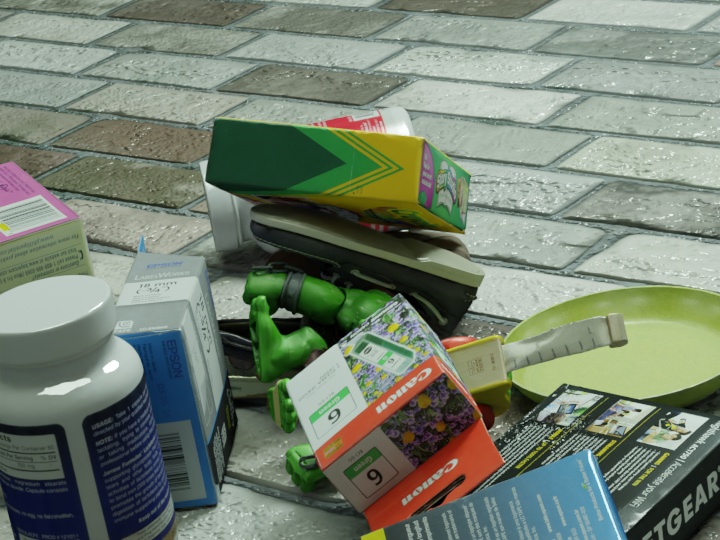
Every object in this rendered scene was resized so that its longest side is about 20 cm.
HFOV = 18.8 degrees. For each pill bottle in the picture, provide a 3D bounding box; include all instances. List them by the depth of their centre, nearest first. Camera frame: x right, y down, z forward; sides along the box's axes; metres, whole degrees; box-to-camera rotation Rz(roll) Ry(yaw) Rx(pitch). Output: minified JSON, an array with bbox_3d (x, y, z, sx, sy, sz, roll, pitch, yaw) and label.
[{"bbox_3d":[-0.198,0.113,1.505,0.115,0.202,0.116,-8,22,3],"label":"pill bottle"},{"bbox_3d":[-0.045,-0.079,2.010,0.198,0.113,0.112,-12,22,-4],"label":"pill bottle"}]

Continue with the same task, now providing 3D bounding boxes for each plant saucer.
[{"bbox_3d":[0.205,0.067,1.667,0.198,0.031,0.200,-9,23,4],"label":"plant saucer"}]

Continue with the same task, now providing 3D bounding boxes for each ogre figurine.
[{"bbox_3d":[-0.016,0.073,1.652,0.119,0.099,0.200,-5,29,-15],"label":"ogre figurine"}]

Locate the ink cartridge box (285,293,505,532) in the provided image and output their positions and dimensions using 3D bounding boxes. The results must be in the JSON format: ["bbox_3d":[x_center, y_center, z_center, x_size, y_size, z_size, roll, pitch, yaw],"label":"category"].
[{"bbox_3d":[0.020,0.102,1.474,0.109,0.050,0.200,-39,25,5],"label":"ink cartridge box"}]

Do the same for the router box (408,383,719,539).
[{"bbox_3d":[0.148,0.151,1.461,0.148,0.051,0.200,10,30,37],"label":"router box"}]

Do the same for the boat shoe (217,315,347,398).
[{"bbox_3d":[-0.037,0.061,1.737,0.198,0.065,0.072,-5,21,11],"label":"boat shoe"}]

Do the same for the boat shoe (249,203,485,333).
[{"bbox_3d":[0.000,0.000,1.722,0.199,0.063,0.073,16,15,-18],"label":"boat shoe"}]

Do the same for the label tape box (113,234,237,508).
[{"bbox_3d":[-0.138,0.070,1.655,0.063,0.145,0.200,-7,23,7],"label":"label tape box"}]

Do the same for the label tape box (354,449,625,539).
[{"bbox_3d":[0.068,0.205,1.285,0.199,0.064,0.145,-21,36,4],"label":"label tape box"}]

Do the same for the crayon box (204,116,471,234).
[{"bbox_3d":[-0.013,-0.074,1.758,0.171,0.059,0.200,8,-3,14],"label":"crayon box"}]

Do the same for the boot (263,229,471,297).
[{"bbox_3d":[0.000,-0.002,1.835,0.198,0.071,0.146,2,4,-17],"label":"boot"}]

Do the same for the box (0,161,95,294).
[{"bbox_3d":[-0.268,0.040,1.708,0.096,0.202,0.176,-18,23,-21],"label":"box"}]

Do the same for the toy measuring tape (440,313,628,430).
[{"bbox_3d":[0.107,0.074,1.562,0.199,0.074,0.074,-18,18,23],"label":"toy measuring tape"}]
